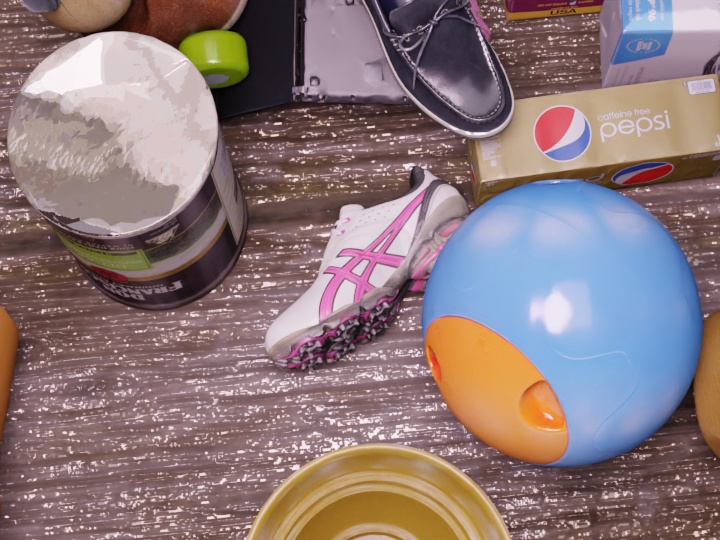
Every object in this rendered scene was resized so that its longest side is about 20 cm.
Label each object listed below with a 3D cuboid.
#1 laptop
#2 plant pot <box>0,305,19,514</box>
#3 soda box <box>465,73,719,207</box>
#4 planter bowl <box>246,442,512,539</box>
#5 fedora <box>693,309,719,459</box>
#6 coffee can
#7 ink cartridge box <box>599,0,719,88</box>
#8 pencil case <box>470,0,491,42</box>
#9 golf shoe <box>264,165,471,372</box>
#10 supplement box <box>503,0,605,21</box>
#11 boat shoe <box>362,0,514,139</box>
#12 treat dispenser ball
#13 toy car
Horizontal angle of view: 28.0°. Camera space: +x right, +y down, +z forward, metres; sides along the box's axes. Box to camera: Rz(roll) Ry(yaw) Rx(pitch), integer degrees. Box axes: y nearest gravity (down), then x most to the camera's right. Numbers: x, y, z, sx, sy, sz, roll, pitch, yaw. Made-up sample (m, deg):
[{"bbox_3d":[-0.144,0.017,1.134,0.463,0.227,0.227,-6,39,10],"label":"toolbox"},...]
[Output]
[{"bbox_3d":[-0.021,-0.212,1.139,0.197,0.103,0.180,0,87,-3],"label":"laptop"},{"bbox_3d":[-0.335,0.104,1.035,0.197,0.201,0.185,14,61,5],"label":"plant pot"},{"bbox_3d":[0.183,-0.101,1.131,0.197,0.068,0.065,-7,75,-1],"label":"soda box"},{"bbox_3d":[0.013,0.230,1.036,0.197,0.084,0.204,0,76,-1],"label":"planter bowl"},{"bbox_3d":[0.293,0.087,1.045,0.081,0.200,0.204,-10,72,32],"label":"fedora"},{"bbox_3d":[-0.164,-0.067,1.061,0.144,0.200,0.149,0,74,2],"label":"coffee can"},{"bbox_3d":[0.293,-0.193,1.128,0.197,0.116,0.069,0,76,2],"label":"ink cartridge box"},{"bbox_3d":[0.030,-0.251,1.169,0.082,0.086,0.202,-35,72,37],"label":"pencil case"},{"bbox_3d":[0.000,0.000,1.110,0.199,0.073,0.092,-35,71,-18],"label":"golf shoe"},{"bbox_3d":[0.160,-0.296,1.116,0.101,0.200,0.133,-5,74,0],"label":"supplement box"},{"bbox_3d":[0.047,-0.185,1.058,0.074,0.062,0.202,-31,89,-6],"label":"boat shoe"},{"bbox_3d":[0.142,0.038,1.025,0.197,0.201,0.204,0,75,1],"label":"treat dispenser ball"},{"bbox_3d":[-0.191,-0.230,1.089,0.156,0.199,0.167,-13,78,27],"label":"toy car"}]
